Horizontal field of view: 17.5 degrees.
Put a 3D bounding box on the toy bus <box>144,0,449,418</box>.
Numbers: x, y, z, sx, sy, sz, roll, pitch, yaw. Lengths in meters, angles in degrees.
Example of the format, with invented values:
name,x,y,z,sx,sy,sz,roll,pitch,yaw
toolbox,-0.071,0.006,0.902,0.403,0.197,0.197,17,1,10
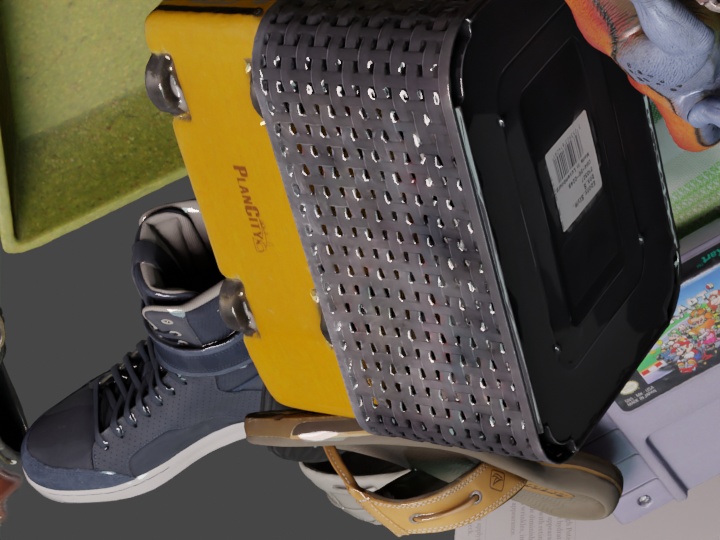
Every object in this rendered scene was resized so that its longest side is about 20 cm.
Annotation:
name,x,y,z,sx,sy,sz,roll,pitch,yaw
toy bus,-0.023,-0.031,0.973,0.065,0.078,0.201,7,127,35

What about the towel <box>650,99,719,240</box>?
name,x,y,z,sx,sy,sz,roll,pitch,yaw
towel,0.165,-0.019,1.124,0.199,0.031,0.149,34,133,-29

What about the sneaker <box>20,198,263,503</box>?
name,x,y,z,sx,sy,sz,roll,pitch,yaw
sneaker,-0.107,0.039,1.165,0.201,0.077,0.146,-22,143,14

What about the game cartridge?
name,x,y,z,sx,sy,sz,roll,pitch,yaw
game cartridge,0.178,0.035,1.108,0.199,0.039,0.130,-30,131,16

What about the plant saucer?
name,x,y,z,sx,sy,sz,roll,pitch,yaw
plant saucer,-0.079,-0.127,0.960,0.199,0.048,0.201,-27,143,-24

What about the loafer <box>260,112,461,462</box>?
name,x,y,z,sx,sy,sz,roll,pitch,yaw
loafer,0.000,0.000,1.087,0.068,0.071,0.202,11,120,-18

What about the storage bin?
name,x,y,z,sx,sy,sz,roll,pitch,yaw
storage bin,0.049,-0.038,0.940,0.093,0.135,0.201,7,128,33

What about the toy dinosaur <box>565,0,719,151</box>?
name,x,y,z,sx,sy,sz,roll,pitch,yaw
toy dinosaur,0.121,-0.102,0.909,0.198,0.106,0.182,9,156,-2

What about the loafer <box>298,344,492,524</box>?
name,x,y,z,sx,sy,sz,roll,pitch,yaw
loafer,0.051,0.078,1.200,0.070,0.070,0.199,24,138,-38

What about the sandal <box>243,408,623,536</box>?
name,x,y,z,sx,sy,sz,roll,pitch,yaw
sandal,0.037,0.099,1.075,0.199,0.055,0.081,19,165,-36

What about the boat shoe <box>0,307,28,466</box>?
name,x,y,z,sx,sy,sz,roll,pitch,yaw
boat shoe,-0.208,0.037,1.199,0.056,0.069,0.201,-3,143,-2

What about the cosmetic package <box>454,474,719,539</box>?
name,x,y,z,sx,sy,sz,roll,pitch,yaw
cosmetic package,0.152,0.136,1.233,0.198,0.102,0.074,-7,137,16
